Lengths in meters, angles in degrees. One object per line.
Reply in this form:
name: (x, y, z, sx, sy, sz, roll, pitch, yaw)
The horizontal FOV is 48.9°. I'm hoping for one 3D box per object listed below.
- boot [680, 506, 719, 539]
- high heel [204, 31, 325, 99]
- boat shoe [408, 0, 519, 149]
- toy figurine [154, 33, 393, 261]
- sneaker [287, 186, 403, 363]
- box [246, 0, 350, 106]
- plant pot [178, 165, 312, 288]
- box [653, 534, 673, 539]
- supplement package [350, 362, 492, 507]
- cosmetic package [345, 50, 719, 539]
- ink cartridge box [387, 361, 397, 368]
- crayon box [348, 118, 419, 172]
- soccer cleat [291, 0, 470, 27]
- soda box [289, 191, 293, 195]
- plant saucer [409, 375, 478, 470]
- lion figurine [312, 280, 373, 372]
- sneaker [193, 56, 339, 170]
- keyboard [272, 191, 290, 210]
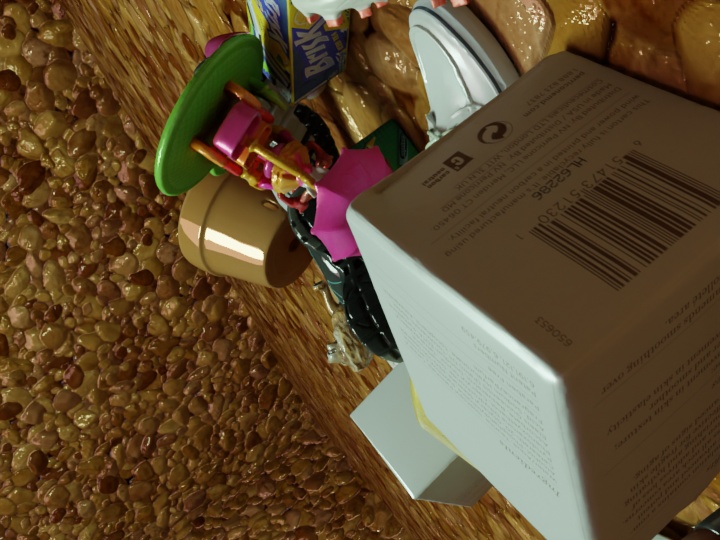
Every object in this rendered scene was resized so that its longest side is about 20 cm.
boot: (0.253, 0.279, 0.531, 0.188, 0.199, 0.069, 43, 163, 40)
high heel: (-0.122, -0.243, 0.840, 0.199, 0.067, 0.096, 36, 168, 41)
boat shoe: (0.079, -0.087, 0.538, 0.202, 0.066, 0.073, 57, 166, -11)
toy figurine: (-0.051, -0.080, 0.682, 0.183, 0.151, 0.200, 33, 180, 4)
sneaker: (0.000, 0.000, 0.803, 0.202, 0.075, 0.079, 59, -179, 6)
box: (-0.051, -0.223, 0.653, 0.065, 0.070, 0.200, 50, 166, 11)
plant pot: (-0.147, -0.065, 1.153, 0.139, 0.201, 0.201, 29, 157, 25)
box: (0.259, 0.325, 0.695, 0.106, 0.153, 0.200, 41, 169, -7)
supplement package: (0.098, 0.177, 0.885, 0.117, 0.117, 0.200, 47, -175, 30)
cosmetic package: (0.122, 0.025, 0.444, 0.166, 0.166, 0.202, 39, 160, 44)
ink cartridge box: (0.088, 0.133, 1.103, 0.160, 0.047, 0.201, 48, 168, 27)
crayon box: (0.031, -0.055, 0.805, 0.119, 0.058, 0.200, 53, 166, 6)
soccer cleat: (0.014, -0.202, 0.491, 0.199, 0.069, 0.079, 16, 133, 53)
soda box: (-0.026, -0.068, 0.963, 0.202, 0.063, 0.070, 57, 166, -4)
plant saucer: (0.131, 0.143, 0.686, 0.199, 0.049, 0.200, 35, -171, 14)
lion figurine: (-0.015, 0.050, 1.106, 0.124, 0.072, 0.201, 61, -163, -16)
sneaker: (-0.100, -0.160, 0.840, 0.090, 0.067, 0.200, 19, 164, 49)
keyboard: (-0.074, -0.067, 0.983, 0.200, 0.011, 0.057, 45, 171, 51)
